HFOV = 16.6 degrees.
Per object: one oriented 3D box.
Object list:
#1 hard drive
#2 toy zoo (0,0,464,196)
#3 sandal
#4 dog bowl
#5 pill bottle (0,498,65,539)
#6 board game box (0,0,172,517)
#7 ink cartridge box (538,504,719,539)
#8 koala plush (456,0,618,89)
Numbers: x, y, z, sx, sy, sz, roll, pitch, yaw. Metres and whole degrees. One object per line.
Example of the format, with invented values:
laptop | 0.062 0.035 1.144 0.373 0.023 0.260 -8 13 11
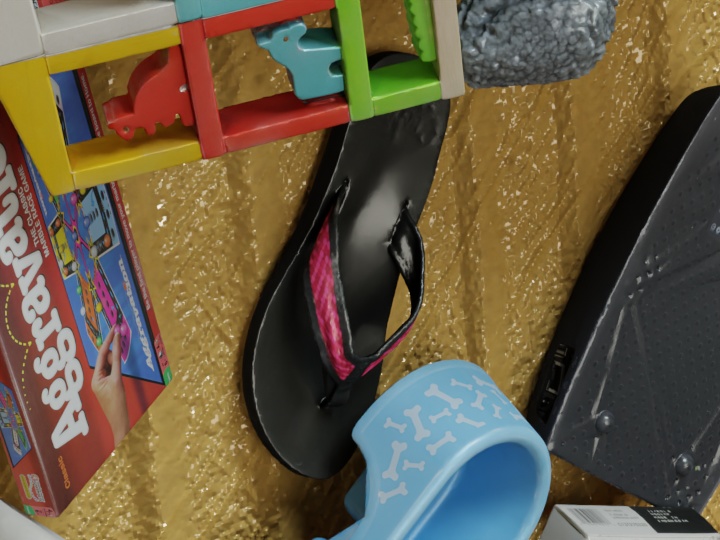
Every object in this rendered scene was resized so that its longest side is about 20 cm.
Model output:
hard drive | 0.166 0.016 1.247 0.135 0.042 0.201 28 88 -38
toy zoo | -0.063 -0.099 0.923 0.199 0.020 0.132 -14 130 -7
sandal | 0.000 0.000 1.117 0.075 0.045 0.201 12 97 -40
dog bowl | 0.013 0.138 1.145 0.200 0.050 0.111 -51 142 -5
pill bottle | -0.170 0.199 1.010 0.116 0.116 0.200 39 81 -38
board game box | -0.130 -0.011 0.998 0.103 0.019 0.201 -51 137 -47
ink cartridge box | 0.105 0.210 1.252 0.094 0.037 0.201 5 114 -37
koala plush | -0.017 -0.169 0.999 0.199 0.184 0.178 -15 131 -12
